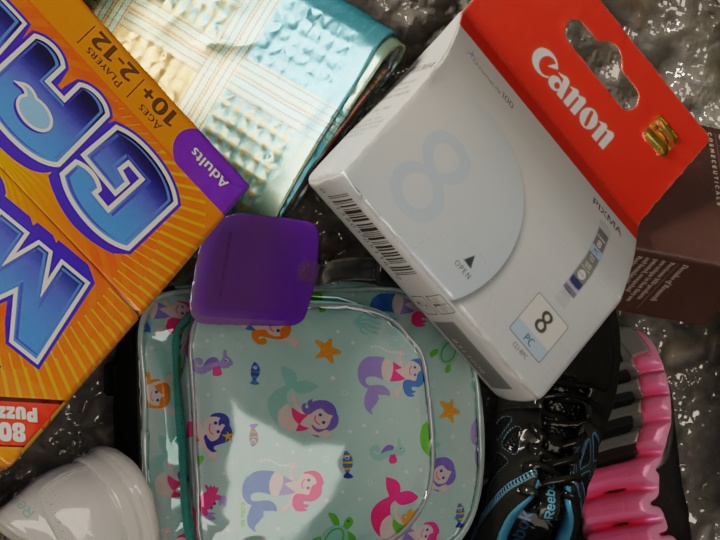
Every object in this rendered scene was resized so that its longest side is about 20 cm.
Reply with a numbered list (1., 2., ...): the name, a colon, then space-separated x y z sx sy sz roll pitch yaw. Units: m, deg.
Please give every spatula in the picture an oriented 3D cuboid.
1. spatula: 0.000 0.000 0.872 0.200 0.021 0.057 0 105 -42

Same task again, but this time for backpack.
1. backpack: -0.029 0.089 0.932 0.200 0.151 0.178 1 83 -22

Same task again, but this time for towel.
1. towel: -0.089 -0.106 0.893 0.200 0.022 0.147 33 88 27

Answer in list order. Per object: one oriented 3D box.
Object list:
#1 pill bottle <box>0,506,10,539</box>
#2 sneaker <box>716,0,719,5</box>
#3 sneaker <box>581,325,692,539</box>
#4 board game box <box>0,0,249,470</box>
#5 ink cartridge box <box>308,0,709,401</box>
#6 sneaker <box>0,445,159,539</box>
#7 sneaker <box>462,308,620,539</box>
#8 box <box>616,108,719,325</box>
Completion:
1. pill bottle: -0.262 0.155 0.897 0.200 0.112 0.113 30 89 -16
2. sneaker: 0.264 -0.153 1.006 0.078 0.090 0.200 -17 100 -10
3. sneaker: 0.170 0.135 1.035 0.079 0.095 0.200 -8 80 26
4. board game box: -0.220 -0.021 0.798 0.200 0.200 0.200 48 50 -13
5. ink cartridge box: 0.092 -0.058 0.875 0.160 0.047 0.200 48 71 -17
6. sneaker: -0.140 0.195 0.858 0.088 0.075 0.200 -23 108 -37
7. sneaker: 0.109 0.100 0.941 0.073 0.082 0.200 9 100 -9
8. box: 0.122 -0.040 0.972 0.200 0.075 0.100 10 58 -17
